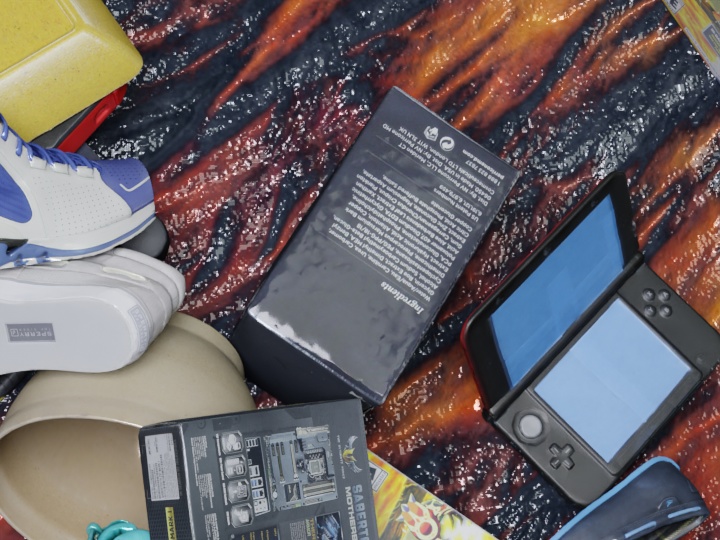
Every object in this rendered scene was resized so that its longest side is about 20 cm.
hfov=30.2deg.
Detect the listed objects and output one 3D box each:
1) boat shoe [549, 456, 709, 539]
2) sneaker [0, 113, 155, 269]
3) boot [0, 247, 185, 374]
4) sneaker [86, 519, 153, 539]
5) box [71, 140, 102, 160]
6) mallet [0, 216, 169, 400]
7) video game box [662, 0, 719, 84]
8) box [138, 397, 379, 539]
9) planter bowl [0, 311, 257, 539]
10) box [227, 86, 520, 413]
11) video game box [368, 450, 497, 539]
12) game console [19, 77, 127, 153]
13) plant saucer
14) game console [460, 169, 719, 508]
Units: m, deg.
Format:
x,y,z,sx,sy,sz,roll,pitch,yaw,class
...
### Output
x,y,z,sx,sy,sz,roll,pitch,yaw,class
0.195,0.224,1.048,0.199,0.085,0.069,-39,59,-16,boat shoe
-0.229,-0.065,0.873,0.198,0.080,0.117,-18,115,-35,sneaker
-0.218,0.024,0.907,0.197,0.096,0.075,5,110,16,boot
-0.163,0.208,0.893,0.076,0.200,0.081,11,76,-21,sneaker
-0.302,-0.046,0.992,0.182,0.104,0.200,46,72,0,box
-0.218,0.032,1.013,0.041,0.066,0.200,43,73,-1,mallet
0.359,-0.198,1.137,0.047,0.182,0.201,-32,85,-17,video game box
-0.055,0.188,0.845,0.156,0.051,0.203,-3,83,-45,box
-0.155,0.114,0.959,0.198,0.201,0.136,19,47,-8,planter bowl
0.000,0.000,1.001,0.117,0.197,0.201,33,73,-3,box
0.018,0.259,0.948,0.181,0.047,0.201,32,72,10,video game box
-0.284,-0.128,0.950,0.176,0.031,0.201,38,71,3,game console
-0.283,-0.177,0.924,0.199,0.048,0.201,-35,82,-16,plant saucer
0.193,0.057,1.071,0.172,0.119,0.200,44,72,9,game console
